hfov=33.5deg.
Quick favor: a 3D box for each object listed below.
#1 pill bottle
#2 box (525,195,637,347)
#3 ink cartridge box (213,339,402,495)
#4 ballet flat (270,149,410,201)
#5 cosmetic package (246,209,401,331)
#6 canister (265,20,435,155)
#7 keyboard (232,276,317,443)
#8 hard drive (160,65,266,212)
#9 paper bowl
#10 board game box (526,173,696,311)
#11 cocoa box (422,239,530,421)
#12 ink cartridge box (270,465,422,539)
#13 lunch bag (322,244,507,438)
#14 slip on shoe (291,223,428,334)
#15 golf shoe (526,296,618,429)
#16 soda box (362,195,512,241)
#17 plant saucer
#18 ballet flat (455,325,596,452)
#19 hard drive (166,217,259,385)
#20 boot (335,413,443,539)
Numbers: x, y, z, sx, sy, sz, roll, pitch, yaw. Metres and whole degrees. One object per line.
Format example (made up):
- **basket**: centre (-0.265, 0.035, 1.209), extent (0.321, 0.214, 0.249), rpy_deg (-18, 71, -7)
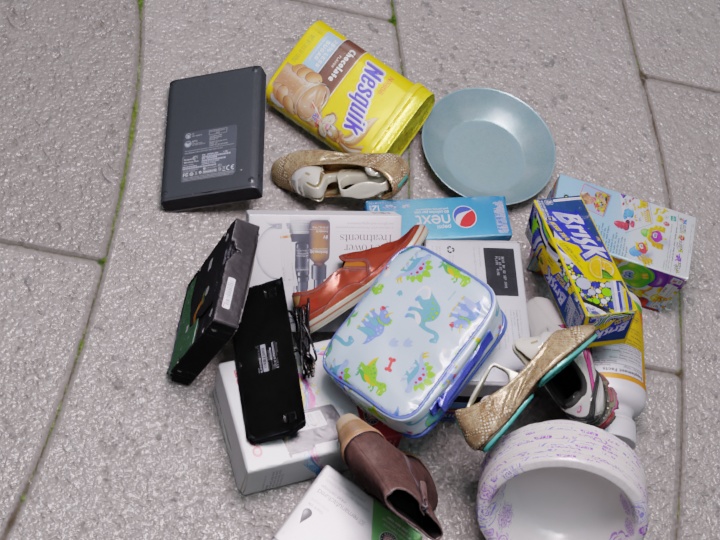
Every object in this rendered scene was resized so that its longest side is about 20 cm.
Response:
- **pill bottle**: centre (0.312, 0.132, 1.549), extent (0.110, 0.111, 0.202), rpy_deg (8, 61, -7)
- **box**: centre (0.272, -0.001, 1.494), extent (0.069, 0.065, 0.201), rpy_deg (-6, 49, -13)
- **ink cartridge box**: centre (-0.067, 0.174, 1.468), extent (0.198, 0.083, 0.147), rpy_deg (-12, 65, -17)
- **ballet flat**: centre (-0.033, -0.124, 1.610), extent (0.198, 0.071, 0.066), rpy_deg (-3, 37, 17)
- **cosmetic package**: centre (-0.049, 0.001, 1.539), extent (0.198, 0.052, 0.153), rpy_deg (0, 100, -10)
- **canister**: centre (-0.017, -0.240, 1.684), extent (0.199, 0.087, 0.149), rpy_deg (35, 84, 11)
- **keyboard**: centre (-0.098, 0.108, 1.439), extent (0.103, 0.040, 0.202), rpy_deg (-15, 63, 9)
- **hard drive**: centre (-0.199, -0.182, 1.634), extent (0.138, 0.033, 0.202), rpy_deg (-8, 62, 13)
- **paper bowl**: centre (0.239, 0.258, 1.418), extent (0.199, 0.202, 0.105), rpy_deg (18, 38, -1)
- **board game box**: centre (0.345, -0.037, 1.650), extent (0.198, 0.103, 0.106), rpy_deg (18, 61, -1)
- **cocoa box**: centre (0.137, 0.079, 1.531), extent (0.132, 0.132, 0.202), rpy_deg (2, 62, -8)
- **ink cartridge box**: centre (-0.044, 0.353, 1.375), extent (0.145, 0.085, 0.200), rpy_deg (34, 61, 8)
- **lunch bag**: centre (0.066, 0.085, 1.404), extent (0.160, 0.083, 0.201), rpy_deg (30, 77, 31)
- **slip on shoe**: centre (0.000, 0.000, 1.488), extent (0.199, 0.074, 0.061), rpy_deg (-35, 89, -3)
- **golf shoe**: centre (0.247, 0.101, 1.475), extent (0.072, 0.092, 0.201), rpy_deg (-41, 47, 17)
- **soda box**: centre (0.101, -0.056, 1.633), extent (0.198, 0.068, 0.065), rpy_deg (-2, 64, -12)
- **plant saucer**: centre (0.182, -0.172, 1.729), extent (0.199, 0.039, 0.203), rpy_deg (4, 61, -8)
- **ballet flat**: centre (0.186, 0.119, 1.378), extent (0.200, 0.071, 0.065), rpy_deg (-44, 78, -11)
- **hard drive**: centre (-0.179, 0.042, 1.450), extent (0.038, 0.200, 0.141), rpy_deg (20, 58, -17)
- **boot**: centre (0.051, 0.261, 1.366), extent (0.072, 0.200, 0.166), rpy_deg (-42, 35, 1)
